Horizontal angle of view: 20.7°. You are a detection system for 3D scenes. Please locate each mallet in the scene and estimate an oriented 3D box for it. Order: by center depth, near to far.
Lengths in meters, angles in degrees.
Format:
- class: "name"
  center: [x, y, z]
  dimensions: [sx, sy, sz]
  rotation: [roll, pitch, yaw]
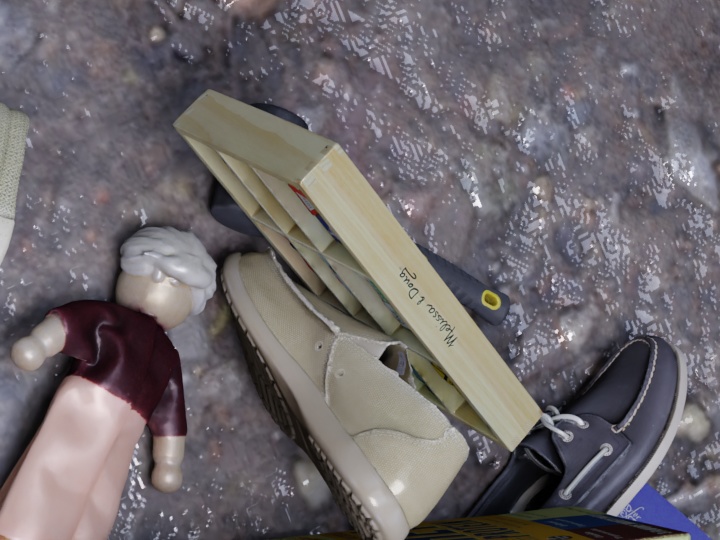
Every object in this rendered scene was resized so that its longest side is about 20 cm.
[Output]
- class: "mallet"
  center: [0.002, -0.011, 1.073]
  dimensions: [0.200, 0.041, 0.066]
  rotation: [37, 65, -27]

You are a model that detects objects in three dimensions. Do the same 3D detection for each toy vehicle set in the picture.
- class: "toy vehicle set"
  center: [0.000, 0.000, 0.978]
  dimensions: [0.027, 0.124, 0.200]
  rotation: [-47, 124, -12]

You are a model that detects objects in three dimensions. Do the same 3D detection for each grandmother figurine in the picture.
- class: "grandmother figurine"
  center: [-0.127, 0.063, 0.967]
  dimensions: [0.121, 0.060, 0.201]
  rotation: [54, 52, -46]

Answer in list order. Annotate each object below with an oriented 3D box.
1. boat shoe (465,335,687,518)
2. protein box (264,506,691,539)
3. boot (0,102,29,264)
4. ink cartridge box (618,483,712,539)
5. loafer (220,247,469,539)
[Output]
- class: "boat shoe"
  center: [0.115, 0.106, 1.102]
  dimensions: [0.063, 0.072, 0.201]
  rotation: [45, 66, -22]
- class: "protein box"
  center: [0.051, 0.230, 0.968]
  dimensions: [0.197, 0.135, 0.202]
  rotation: [-3, 90, -19]
- class: "boot"
  center: [-0.242, -0.014, 0.897]
  dimensions: [0.154, 0.072, 0.202]
  rotation: [28, 68, -29]
- class: "ink cartridge box"
  center: [0.172, 0.236, 1.133]
  dimensions: [0.197, 0.047, 0.201]
  rotation: [40, 66, -19]
- class: "loafer"
  center: [-0.009, 0.055, 0.974]
  dimensions: [0.068, 0.200, 0.076]
  rotation: [-25, 137, -11]
